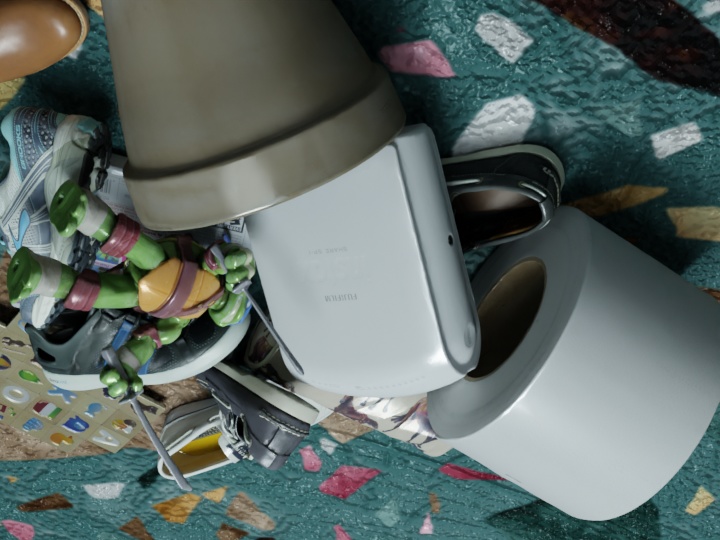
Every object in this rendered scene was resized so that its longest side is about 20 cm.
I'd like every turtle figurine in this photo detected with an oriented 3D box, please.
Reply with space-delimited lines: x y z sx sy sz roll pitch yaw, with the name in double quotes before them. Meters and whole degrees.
"turtle figurine" -0.150 0.029 0.993 0.193 0.201 0.144 25 145 -34

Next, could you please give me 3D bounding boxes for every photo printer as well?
"photo printer" 0.000 0.000 1.016 0.166 0.069 0.201 -5 106 35

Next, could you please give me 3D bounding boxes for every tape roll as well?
"tape roll" 0.162 0.070 1.028 0.139 0.203 0.203 31 128 -17

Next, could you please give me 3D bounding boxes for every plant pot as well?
"plant pot" -0.089 -0.147 0.908 0.199 0.200 0.174 -13 111 20

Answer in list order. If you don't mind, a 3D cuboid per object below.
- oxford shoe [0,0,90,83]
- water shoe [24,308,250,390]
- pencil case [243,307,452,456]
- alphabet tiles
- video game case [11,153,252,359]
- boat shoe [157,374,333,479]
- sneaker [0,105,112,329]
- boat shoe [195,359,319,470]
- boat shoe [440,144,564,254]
"oxford shoe" -0.292 -0.155 0.995 0.199 0.071 0.071 -14 125 18
"water shoe" -0.191 0.050 1.123 0.199 0.072 0.079 -14 125 18
"pencil case" 0.006 0.084 1.146 0.199 0.078 0.090 27 116 -14
"alphabet tiles" -0.288 0.105 1.244 0.200 0.006 0.166 30 132 -22
"video game case" -0.189 -0.015 1.129 0.199 0.024 0.182 14 131 -4
"boat shoe" -0.103 0.143 1.219 0.199 0.070 0.071 -19 125 24
"sneaker" -0.252 -0.045 1.060 0.086 0.078 0.201 22 124 5
"boat shoe" -0.101 0.116 1.122 0.072 0.063 0.200 28 174 -27
"boat shoe" 0.057 -0.043 1.038 0.199 0.068 0.072 -12 128 23
